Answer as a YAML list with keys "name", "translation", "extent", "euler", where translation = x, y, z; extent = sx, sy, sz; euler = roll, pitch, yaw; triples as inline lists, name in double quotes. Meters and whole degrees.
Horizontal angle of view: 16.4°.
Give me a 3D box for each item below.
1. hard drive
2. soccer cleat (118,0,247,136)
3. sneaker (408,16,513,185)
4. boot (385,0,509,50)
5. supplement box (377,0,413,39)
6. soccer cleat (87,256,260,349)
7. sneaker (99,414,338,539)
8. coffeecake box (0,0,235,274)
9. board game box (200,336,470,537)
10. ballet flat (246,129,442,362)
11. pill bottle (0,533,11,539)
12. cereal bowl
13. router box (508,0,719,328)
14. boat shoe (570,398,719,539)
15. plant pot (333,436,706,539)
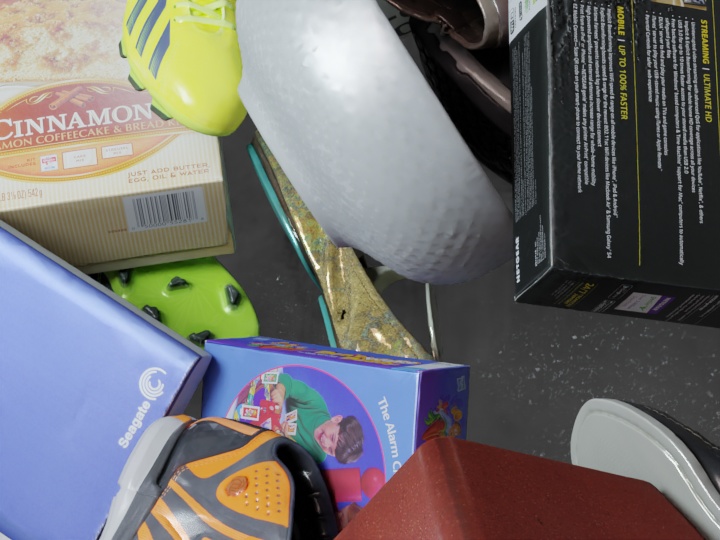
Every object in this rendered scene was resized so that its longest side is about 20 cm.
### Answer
- name: "hard drive"
  translation: [-0.190, 0.049, 1.273]
  extent: [0.199, 0.025, 0.132]
  euler: [32, 98, 15]
- name: "soccer cleat"
  translation: [-0.083, -0.153, 1.303]
  extent: [0.084, 0.064, 0.201]
  euler: [-51, 32, 35]
- name: "sneaker"
  translation: [0.105, -0.083, 1.282]
  extent: [0.083, 0.072, 0.200]
  euler: [-35, 53, -12]
- name: "boot"
  translation: [0.052, -0.187, 1.296]
  extent: [0.200, 0.146, 0.071]
  euler: [35, 138, 32]
- name: "supplement box"
  translation: [-0.028, -0.216, 1.404]
  extent: [0.126, 0.073, 0.201]
  euler: [-23, 61, 27]
- name: "soccer cleat"
  translation: [-0.139, 0.006, 1.406]
  extent: [0.199, 0.081, 0.068]
  euler: [29, 62, 19]
- name: "sneaker"
  translation: [-0.077, 0.160, 1.173]
  extent: [0.112, 0.078, 0.201]
  euler: [5, 66, 33]
- name: "coffeecake box"
  translation: [-0.157, -0.099, 1.383]
  extent: [0.153, 0.073, 0.201]
  euler: [-8, 56, -2]
- name: "board game box"
  translation: [-0.018, 0.140, 1.240]
  extent: [0.134, 0.045, 0.201]
  euler: [7, 96, 36]
- name: "ballet flat"
  translation: [0.000, 0.000, 1.314]
  extent: [0.071, 0.071, 0.201]
  euler: [-35, 57, 19]
- name: "pill bottle"
  translation: [-0.193, 0.099, 1.371]
  extent: [0.116, 0.116, 0.200]
  euler: [-50, 53, 8]
- name: "cereal bowl"
  translation: [-0.002, -0.073, 1.233]
  extent: [0.083, 0.200, 0.200]
  euler: [-32, 56, 2]
- name: "router box"
  translation: [0.146, -0.077, 1.187]
  extent: [0.051, 0.148, 0.201]
  euler: [134, 140, -62]
- name: "boat shoe"
  translation: [0.176, 0.120, 1.146]
  extent: [0.200, 0.060, 0.074]
  euler: [37, 128, 42]
- name: "plant pot"
  translation: [0.067, 0.190, 1.090]
  extent: [0.200, 0.199, 0.177]
  euler: [-50, 40, 34]
